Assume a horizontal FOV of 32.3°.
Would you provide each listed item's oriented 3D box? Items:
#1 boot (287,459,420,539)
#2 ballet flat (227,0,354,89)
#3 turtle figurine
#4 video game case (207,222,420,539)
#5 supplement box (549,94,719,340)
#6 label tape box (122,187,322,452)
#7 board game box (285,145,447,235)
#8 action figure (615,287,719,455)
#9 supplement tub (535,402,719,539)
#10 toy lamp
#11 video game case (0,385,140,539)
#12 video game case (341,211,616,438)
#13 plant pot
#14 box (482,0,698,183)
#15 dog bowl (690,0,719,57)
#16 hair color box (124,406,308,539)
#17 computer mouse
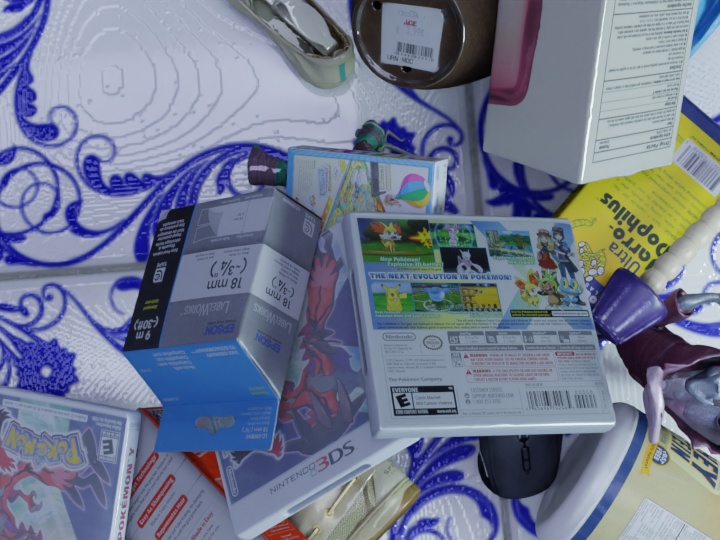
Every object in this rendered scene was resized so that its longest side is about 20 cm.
[{"bbox_3d":[-0.066,0.208,1.106,0.200,0.073,0.156,-44,79,9],"label":"boot"},{"bbox_3d":[-0.078,-0.253,1.149,0.069,0.069,0.200,-45,86,-3],"label":"ballet flat"},{"bbox_3d":[0.001,-0.065,1.119,0.198,0.101,0.151,-1,84,6],"label":"turtle figurine"},{"bbox_3d":[-0.054,0.089,1.014,0.182,0.023,0.201,-34,56,23],"label":"video game case"},{"bbox_3d":[0.240,-0.046,1.105,0.109,0.109,0.200,40,86,3],"label":"supplement box"},{"bbox_3d":[-0.121,0.042,1.019,0.143,0.063,0.201,-8,61,40],"label":"label tape box"},{"bbox_3d":[0.000,0.000,1.059,0.133,0.034,0.202,8,102,21],"label":"board game box"},{"bbox_3d":[0.263,0.091,1.061,0.148,0.200,0.135,-10,114,-16],"label":"action figure"},{"bbox_3d":[0.266,0.221,1.064,0.199,0.144,0.145,32,86,3],"label":"supplement tub"},{"bbox_3d":[0.268,-0.021,1.021,0.058,0.058,0.200,43,86,4],"label":"toy lamp"},{"bbox_3d":[-0.291,0.199,1.084,0.199,0.023,0.184,7,88,23],"label":"video game case"},{"bbox_3d":[0.091,0.040,0.972,0.198,0.022,0.184,1,63,-19],"label":"video game case"},{"bbox_3d":[0.069,-0.228,1.042,0.185,0.200,0.188,9,120,16],"label":"plant pot"},{"bbox_3d":[0.183,-0.184,0.979,0.127,0.109,0.202,-13,117,-40],"label":"box"},{"bbox_3d":[0.264,-0.229,1.134,0.111,0.050,0.200,38,81,25],"label":"dog bowl"},{"bbox_3d":[-0.137,0.218,1.068,0.200,0.061,0.102,41,104,22],"label":"hair color box"},{"bbox_3d":[0.109,0.144,1.055,0.139,0.201,0.046,-7,44,-6],"label":"computer mouse"}]
